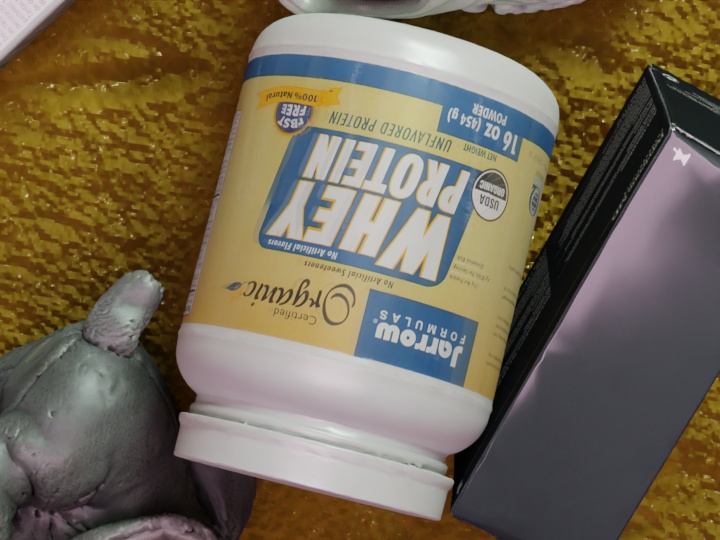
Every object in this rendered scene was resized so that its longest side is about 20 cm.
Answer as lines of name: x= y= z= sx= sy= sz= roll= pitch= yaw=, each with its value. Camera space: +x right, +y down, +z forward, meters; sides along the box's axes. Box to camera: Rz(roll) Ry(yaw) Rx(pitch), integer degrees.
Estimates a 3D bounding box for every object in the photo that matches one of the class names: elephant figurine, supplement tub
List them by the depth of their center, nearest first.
supplement tub: x=0.000 y=0.000 z=0.933 sx=0.145 sy=0.145 sz=0.200 roll=13 pitch=83 yaw=2
elephant figurine: x=-0.112 y=0.129 z=1.024 sx=0.200 sy=0.142 sz=0.155 roll=46 pitch=147 yaw=-16

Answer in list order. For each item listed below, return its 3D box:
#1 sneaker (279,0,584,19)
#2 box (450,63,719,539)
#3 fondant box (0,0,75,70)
sneaker: x=0.053 y=-0.146 z=0.953 sx=0.200 sy=0.081 sz=0.075 roll=-11 pitch=102 yaw=7
box: x=0.120 y=0.021 z=0.960 sx=0.079 sy=0.141 sz=0.200 roll=28 pitch=107 yaw=-2
fondant box: x=-0.174 y=-0.188 z=0.973 sx=0.200 sy=0.058 sz=0.144 roll=-40 pitch=98 yaw=13
